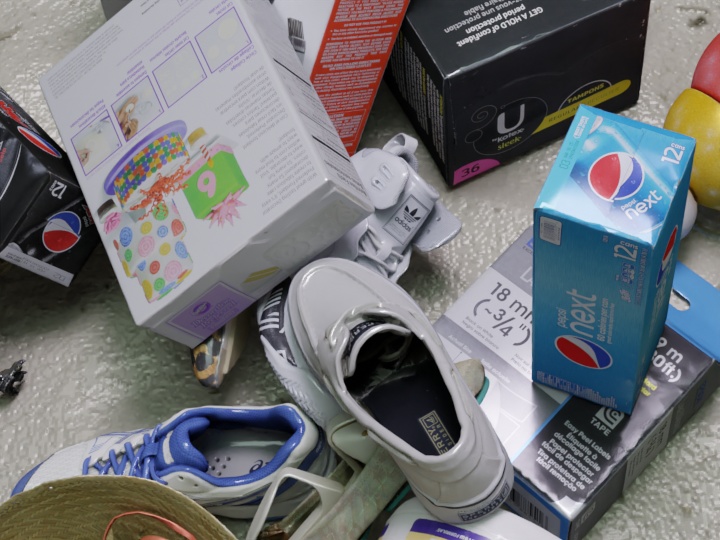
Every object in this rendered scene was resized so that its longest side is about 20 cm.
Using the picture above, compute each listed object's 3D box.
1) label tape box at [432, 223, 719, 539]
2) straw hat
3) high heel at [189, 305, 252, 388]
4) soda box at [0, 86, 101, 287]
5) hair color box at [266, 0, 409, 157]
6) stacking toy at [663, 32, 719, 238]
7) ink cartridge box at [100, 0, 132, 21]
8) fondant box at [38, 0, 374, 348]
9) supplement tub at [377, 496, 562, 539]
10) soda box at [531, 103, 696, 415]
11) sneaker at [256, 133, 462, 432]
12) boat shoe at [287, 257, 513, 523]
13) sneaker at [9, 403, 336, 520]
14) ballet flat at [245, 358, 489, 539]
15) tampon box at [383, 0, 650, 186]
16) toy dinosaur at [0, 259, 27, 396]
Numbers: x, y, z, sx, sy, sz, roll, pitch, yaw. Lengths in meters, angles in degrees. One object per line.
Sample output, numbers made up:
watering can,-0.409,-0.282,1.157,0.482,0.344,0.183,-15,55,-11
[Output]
label tape box,0.134,0.047,1.063,0.144,0.063,0.200,38,71,22
straw hat,-0.137,0.187,0.994,0.199,0.203,0.085,0,19,6
high heel,-0.141,-0.001,1.110,0.141,0.072,0.201,-2,47,1
soda box,-0.239,-0.074,1.129,0.200,0.071,0.064,41,99,40
hair color box,-0.031,-0.166,1.113,0.064,0.201,0.111,-10,49,-32
stacking toy,0.241,-0.084,1.105,0.200,0.146,0.146,-45,65,-2
ink cartridge box,-0.085,-0.244,1.202,0.200,0.145,0.084,-40,65,-16
fondant box,-0.096,-0.077,1.051,0.144,0.058,0.201,-36,57,16
supplement tub,0.040,0.236,0.919,0.145,0.146,0.201,22,65,17
soda box,0.131,0.000,0.938,0.064,0.200,0.068,19,65,14
sneaker,0.000,0.000,1.059,0.115,0.075,0.201,-31,40,20
boat shoe,0.011,0.050,0.938,0.072,0.066,0.200,-31,47,-1
sneaker,-0.116,0.112,1.038,0.198,0.088,0.076,-12,62,0
ballet flat,-0.009,0.118,0.984,0.062,0.067,0.200,37,98,-10
tampon box,0.078,-0.189,1.165,0.149,0.127,0.201,-24,61,-9
toy dinosaur,-0.263,0.055,1.088,0.088,0.048,0.200,28,38,14
